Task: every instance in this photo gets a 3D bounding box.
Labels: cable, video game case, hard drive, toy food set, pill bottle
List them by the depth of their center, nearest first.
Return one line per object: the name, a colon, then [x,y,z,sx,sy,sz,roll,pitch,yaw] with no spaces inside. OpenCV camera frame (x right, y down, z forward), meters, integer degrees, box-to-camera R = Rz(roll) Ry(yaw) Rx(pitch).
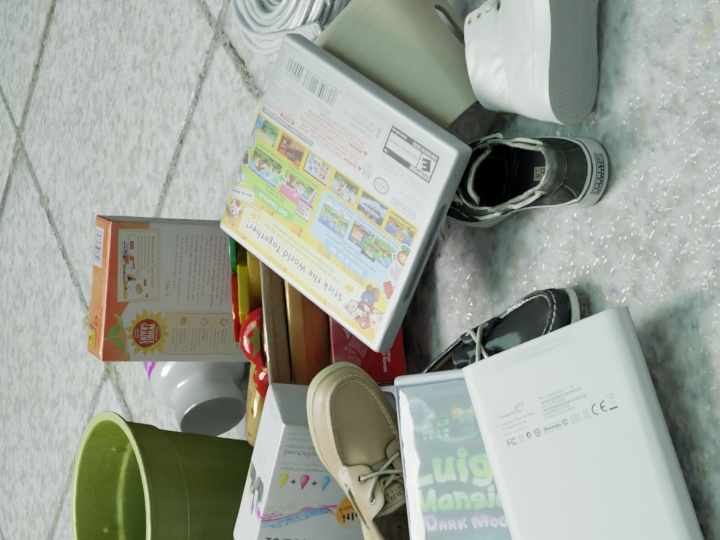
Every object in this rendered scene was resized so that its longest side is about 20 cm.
hard drive: [0.154,0.142,0.974,0.131,0.026,0.202,-25,75,33]
video game case: [0.117,0.158,1.030,0.199,0.023,0.184,-10,83,36]
video game case: [-0.018,-0.064,1.147,0.199,0.023,0.183,37,118,30]
toy food set: [0.014,-0.134,1.183,0.200,0.060,0.144,-44,67,22]
toy food set: [-0.090,0.048,1.299,0.201,0.048,0.200,90,175,-63]
cable: [-0.058,-0.298,1.366,0.199,0.069,0.202,-12,78,59]
pill bottle: [-0.185,0.077,1.525,0.105,0.103,0.201,-59,42,39]

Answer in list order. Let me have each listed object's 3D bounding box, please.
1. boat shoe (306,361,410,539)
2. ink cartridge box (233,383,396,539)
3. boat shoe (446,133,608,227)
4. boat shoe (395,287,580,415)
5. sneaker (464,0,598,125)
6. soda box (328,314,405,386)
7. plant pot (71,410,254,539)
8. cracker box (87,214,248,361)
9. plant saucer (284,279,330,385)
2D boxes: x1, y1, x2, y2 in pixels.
boat shoe: [0.021,0.163,1.118,0.064,0.071,0.201,24,142,63]
ink cartridge box: [-0.039,0.202,1.230,0.068,0.114,0.202,-118,37,-59]
boat shoe: [0.102,-0.074,1.098,0.199,0.063,0.072,-7,83,58]
boat shoe: [0.095,0.074,1.099,0.200,0.060,0.075,-47,34,48]
sneaker: [0.123,-0.214,1.062,0.115,0.073,0.202,15,103,55]
soda box: [0.000,0.000,1.243,0.070,0.063,0.202,102,163,-81]
plant pot: [-0.160,0.235,1.398,0.199,0.188,0.202,-1,89,59]
cracker box: [-0.161,0.019,1.395,0.058,0.198,0.136,19,105,63]
plant saucer: [-0.050,0.017,1.303,0.200,0.037,0.203,175,90,-87]
